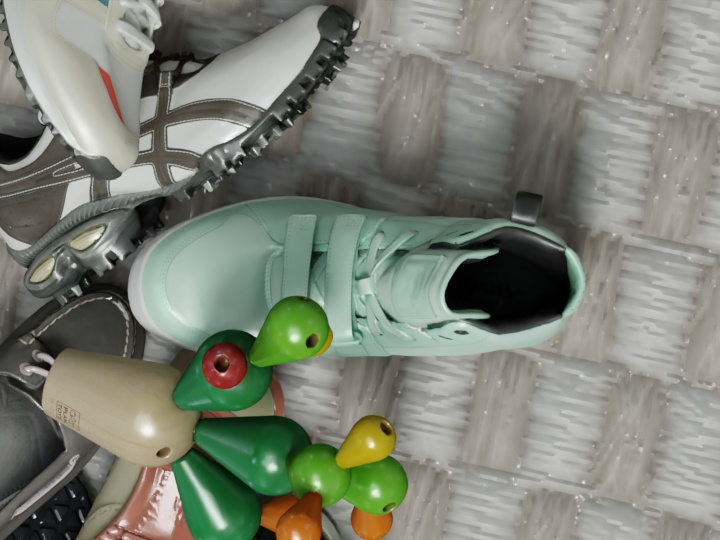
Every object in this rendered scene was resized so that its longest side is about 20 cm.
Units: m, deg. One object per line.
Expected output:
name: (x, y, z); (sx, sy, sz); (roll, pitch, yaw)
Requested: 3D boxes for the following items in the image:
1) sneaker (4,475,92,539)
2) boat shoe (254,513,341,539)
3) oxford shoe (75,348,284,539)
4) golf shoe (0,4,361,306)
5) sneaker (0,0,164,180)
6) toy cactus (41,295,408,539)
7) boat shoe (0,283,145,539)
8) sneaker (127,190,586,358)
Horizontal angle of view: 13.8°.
sneaker: (-0.222, 0.100, 1.424); (0.199, 0.072, 0.083); (24, 152, -7)
boat shoe: (-0.015, 0.210, 1.391); (0.074, 0.066, 0.201); (-11, 101, 14)
oxford shoe: (-0.094, 0.117, 1.387); (0.071, 0.074, 0.201); (27, 104, -17)
golf shoe: (-0.094, -0.072, 1.337); (0.200, 0.078, 0.095); (-36, 93, 17)
sneaker: (-0.108, -0.141, 1.297); (0.093, 0.070, 0.201); (-18, 66, 11)
toy cactus: (-0.061, 0.082, 1.283); (0.164, 0.103, 0.200); (18, 148, 13)
boat shoe: (-0.166, 0.085, 1.357); (0.067, 0.057, 0.200); (42, 77, -3)
sneaker: (0.000, 0.000, 1.283); (0.199, 0.118, 0.074); (0, 85, -6)
